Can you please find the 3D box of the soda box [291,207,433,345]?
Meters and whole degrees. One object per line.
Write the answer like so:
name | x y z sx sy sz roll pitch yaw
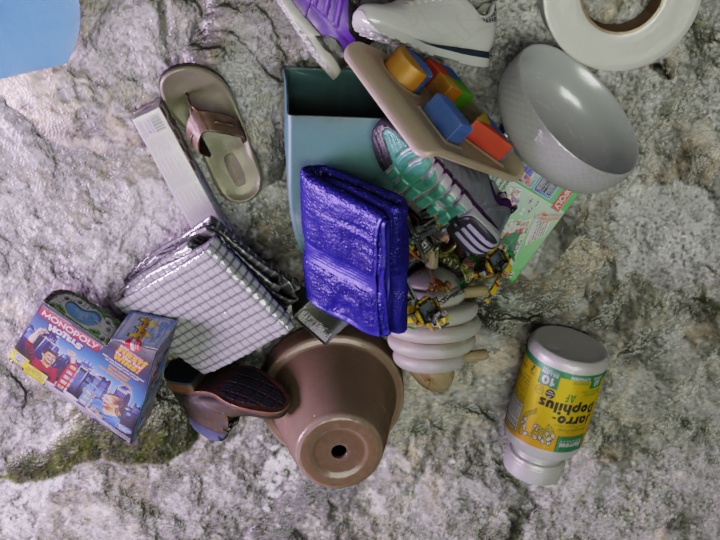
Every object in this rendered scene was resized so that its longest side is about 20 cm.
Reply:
soda box | 0.000 0.000 1.776 0.200 0.071 0.063 -42 113 14

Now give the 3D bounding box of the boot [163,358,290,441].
boot | -0.166 0.180 1.815 0.199 0.075 0.097 15 134 34

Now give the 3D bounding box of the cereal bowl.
cereal bowl | 0.239 -0.172 1.658 0.200 0.201 0.083 32 130 -19

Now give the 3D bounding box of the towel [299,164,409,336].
towel | -0.011 -0.019 1.613 0.147 0.050 0.201 22 135 24

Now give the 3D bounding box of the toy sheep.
toy sheep | 0.097 0.063 1.789 0.137 0.138 0.201 -3 101 -4

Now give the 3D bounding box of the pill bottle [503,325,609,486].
pill bottle | 0.259 0.187 1.869 0.112 0.113 0.201 10 114 -10

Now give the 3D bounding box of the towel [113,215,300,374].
towel | -0.190 0.029 1.739 0.200 0.086 0.166 -29 116 38

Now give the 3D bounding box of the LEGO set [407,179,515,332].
LEGO set | 0.119 -0.021 1.676 0.199 0.116 0.155 -24 96 -33

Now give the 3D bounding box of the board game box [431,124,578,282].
board game box | 0.199 -0.097 1.773 0.134 0.029 0.200 29 110 -18

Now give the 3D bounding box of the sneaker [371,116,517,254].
sneaker | 0.097 -0.113 1.599 0.200 0.088 0.074 48 142 -13

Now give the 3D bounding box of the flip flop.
flip flop | -0.180 -0.165 1.688 0.081 0.058 0.201 -22 116 5

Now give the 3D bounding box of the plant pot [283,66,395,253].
plant pot | -0.026 -0.127 1.682 0.140 0.142 0.201 1 122 -6

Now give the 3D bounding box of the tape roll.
tape roll | 0.315 -0.343 1.662 0.202 0.037 0.204 -2 115 -4

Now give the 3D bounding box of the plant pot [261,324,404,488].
plant pot | -0.032 0.194 1.811 0.199 0.175 0.201 -3 116 -5

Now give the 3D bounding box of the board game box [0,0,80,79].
board game box | -0.430 -0.308 1.609 0.199 0.039 0.159 -14 111 -4

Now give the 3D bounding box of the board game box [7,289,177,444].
board game box | -0.327 0.104 1.759 0.200 0.062 0.200 36 133 -7

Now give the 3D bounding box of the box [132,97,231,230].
box | -0.222 -0.119 1.717 0.041 0.039 0.201 -24 115 8

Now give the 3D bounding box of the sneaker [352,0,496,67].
sneaker | 0.077 -0.297 1.625 0.199 0.076 0.081 6 103 -37

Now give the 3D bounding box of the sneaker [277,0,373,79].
sneaker | -0.050 -0.334 1.620 0.099 0.070 0.200 -34 114 0

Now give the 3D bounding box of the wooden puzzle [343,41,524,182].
wooden puzzle | 0.095 -0.191 1.589 0.200 0.186 0.046 6 132 -50
